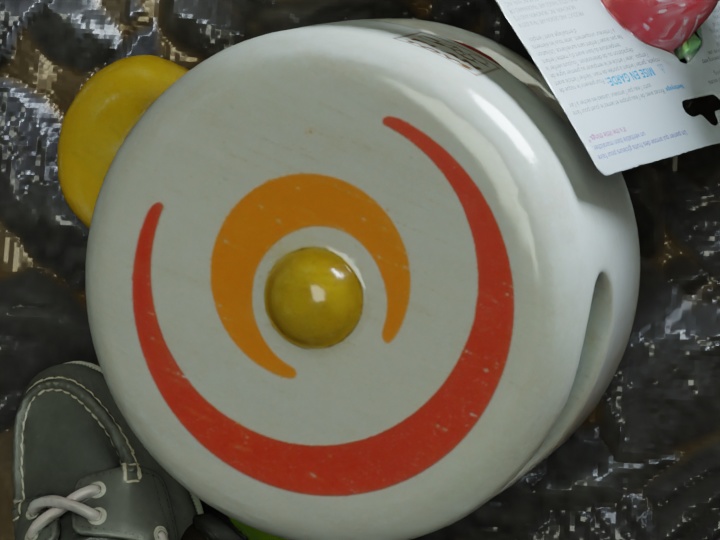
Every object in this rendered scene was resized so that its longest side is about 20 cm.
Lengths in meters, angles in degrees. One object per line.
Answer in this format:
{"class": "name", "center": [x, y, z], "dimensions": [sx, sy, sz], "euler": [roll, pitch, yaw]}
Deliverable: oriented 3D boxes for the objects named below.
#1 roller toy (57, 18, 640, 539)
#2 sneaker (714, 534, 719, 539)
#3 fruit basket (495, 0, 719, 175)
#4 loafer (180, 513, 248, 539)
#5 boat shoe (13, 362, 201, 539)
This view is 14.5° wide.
{"class": "roller toy", "center": [0.000, 0.000, 1.012], "dimensions": [0.182, 0.140, 0.200], "euler": [-19, 91, 18]}
{"class": "sneaker", "center": [0.170, 0.071, 1.041], "dimensions": [0.200, 0.078, 0.112], "euler": [-20, 71, -21]}
{"class": "fruit basket", "center": [0.076, -0.127, 1.047], "dimensions": [0.094, 0.185, 0.200], "euler": [-31, 83, 34]}
{"class": "loafer", "center": [-0.033, 0.183, 0.980], "dimensions": [0.071, 0.073, 0.200], "euler": [-20, 84, -5]}
{"class": "boat shoe", "center": [-0.090, 0.128, 1.047], "dimensions": [0.067, 0.057, 0.200], "euler": [-21, 79, 21]}
